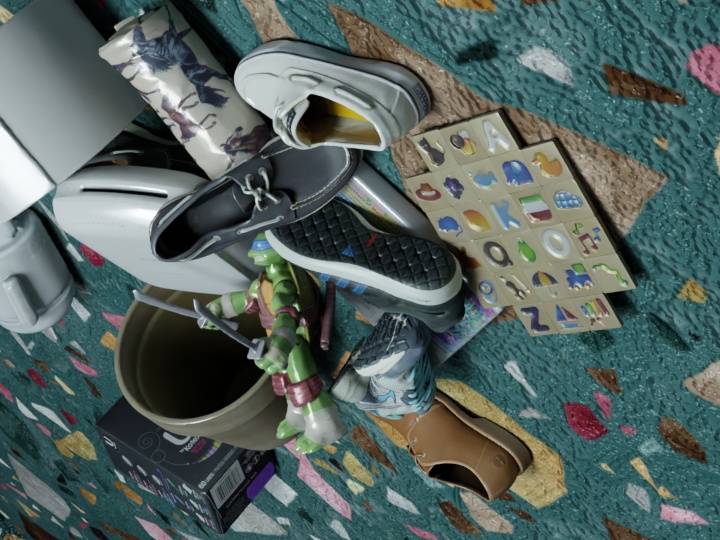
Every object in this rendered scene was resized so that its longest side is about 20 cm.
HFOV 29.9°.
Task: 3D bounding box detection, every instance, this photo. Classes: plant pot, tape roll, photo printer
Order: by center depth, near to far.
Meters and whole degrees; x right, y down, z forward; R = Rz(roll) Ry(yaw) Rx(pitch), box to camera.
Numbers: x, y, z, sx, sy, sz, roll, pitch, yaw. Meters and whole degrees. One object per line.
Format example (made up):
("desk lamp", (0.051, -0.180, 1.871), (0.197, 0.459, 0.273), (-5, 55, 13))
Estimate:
("tape roll", (-0.317, -0.153, 1.263), (0.139, 0.203, 0.202), (52, 150, -17))
("photo printer", (-0.183, -0.039, 1.285), (0.166, 0.070, 0.200), (5, 162, 25))
("plant pot", (-0.131, 0.104, 1.419), (0.199, 0.200, 0.174), (22, 161, 32))

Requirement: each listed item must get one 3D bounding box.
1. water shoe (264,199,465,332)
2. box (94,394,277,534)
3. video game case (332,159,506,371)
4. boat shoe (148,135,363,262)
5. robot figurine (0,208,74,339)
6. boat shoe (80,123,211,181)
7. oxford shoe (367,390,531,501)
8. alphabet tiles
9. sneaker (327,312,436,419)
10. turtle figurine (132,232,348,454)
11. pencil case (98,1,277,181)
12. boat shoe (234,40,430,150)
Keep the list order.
("water shoe", (0.000, 0.000, 1.161), (0.200, 0.072, 0.079), (24, 149, 33))
("box", (-0.226, 0.230, 1.750), (0.199, 0.122, 0.106), (25, 147, 29))
("video game case", (0.025, -0.005, 1.221), (0.200, 0.024, 0.182), (43, 151, 2))
("boat shoe", (-0.088, -0.058, 1.126), (0.199, 0.063, 0.073), (-25, 105, 12))
("robot figurine", (-0.436, 0.000, 1.711), (0.170, 0.112, 0.200), (-108, -3, -51))
("boat shoe", (-0.196, -0.092, 1.336), (0.199, 0.068, 0.072), (18, 143, 32))
("oxford shoe", (0.069, 0.166, 1.351), (0.200, 0.071, 0.071), (25, 149, 32))
("alphabet tiles", (0.123, -0.032, 1.055), (0.166, 0.006, 0.200), (-11, 118, 51))
("sneaker", (0.040, 0.089, 1.245), (0.086, 0.078, 0.200), (32, 159, -4))
("turtle figurine", (-0.100, 0.075, 1.220), (0.144, 0.200, 0.195), (-8, 108, 40))
("pencil case", (-0.140, -0.144, 1.180), (0.200, 0.078, 0.089), (50, 164, -13))
("boat shoe", (-0.039, -0.132, 1.078), (0.199, 0.070, 0.071), (17, 143, 38))
